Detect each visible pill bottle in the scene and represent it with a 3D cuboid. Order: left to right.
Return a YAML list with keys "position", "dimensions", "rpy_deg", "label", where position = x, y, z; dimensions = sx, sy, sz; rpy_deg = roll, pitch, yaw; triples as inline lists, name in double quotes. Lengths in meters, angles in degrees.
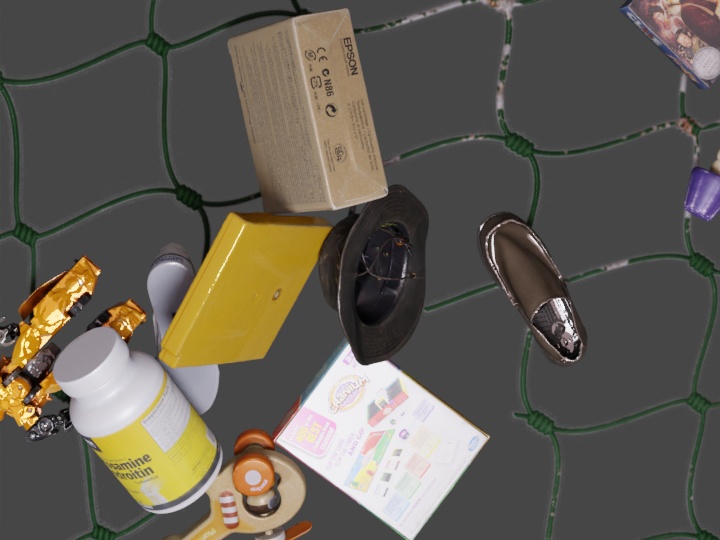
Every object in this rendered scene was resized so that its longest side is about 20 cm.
- position: [-0.240, 0.158, 1.580]
  dimensions: [0.112, 0.112, 0.201]
  rpy_deg: [-34, 122, -2]
  label: "pill bottle"

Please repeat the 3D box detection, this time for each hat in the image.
- position: [0.000, 0.000, 1.626]
  dimensions: [0.080, 0.200, 0.202]
  rpy_deg: [12, 95, 30]
  label: "hat"

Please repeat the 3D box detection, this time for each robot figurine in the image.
- position: [-0.336, 0.089, 1.622]
  dimensions: [0.145, 0.058, 0.200]
  rpy_deg: [44, 89, -8]
  label: "robot figurine"

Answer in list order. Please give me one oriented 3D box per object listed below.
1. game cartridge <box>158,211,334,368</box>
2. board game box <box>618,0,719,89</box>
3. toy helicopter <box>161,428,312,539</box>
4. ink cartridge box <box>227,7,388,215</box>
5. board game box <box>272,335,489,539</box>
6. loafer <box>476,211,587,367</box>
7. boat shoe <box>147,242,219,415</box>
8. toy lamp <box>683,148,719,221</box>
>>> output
- position: [-0.121, 0.019, 1.561]
  dimensions: [0.032, 0.200, 0.177]
  rpy_deg: [35, 104, 22]
  label: "game cartridge"
- position: [0.409, -0.326, 1.675]
  dimensions: [0.135, 0.035, 0.200]
  rpy_deg: [41, 90, -8]
  label: "board game box"
- position: [-0.144, 0.284, 1.668]
  dimensions: [0.200, 0.079, 0.132]
  rpy_deg: [-37, 107, 9]
  label: "toy helicopter"
- position: [-0.058, -0.165, 1.570]
  dimensions: [0.075, 0.164, 0.202]
  rpy_deg: [-16, 99, -27]
  label: "ink cartridge box"
- position: [0.023, 0.188, 1.681]
  dimensions: [0.200, 0.040, 0.153]
  rpy_deg: [38, 91, -8]
  label: "board game box"
- position: [0.203, 0.021, 1.668]
  dimensions: [0.073, 0.071, 0.201]
  rpy_deg: [-35, 99, -2]
  label: "loafer"
- position: [-0.192, 0.065, 1.631]
  dimensions: [0.073, 0.065, 0.201]
  rpy_deg: [-1, 118, -1]
  label: "boat shoe"
- position: [0.429, -0.152, 1.684]
  dimensions: [0.058, 0.058, 0.201]
  rpy_deg: [26, 93, -8]
  label: "toy lamp"
